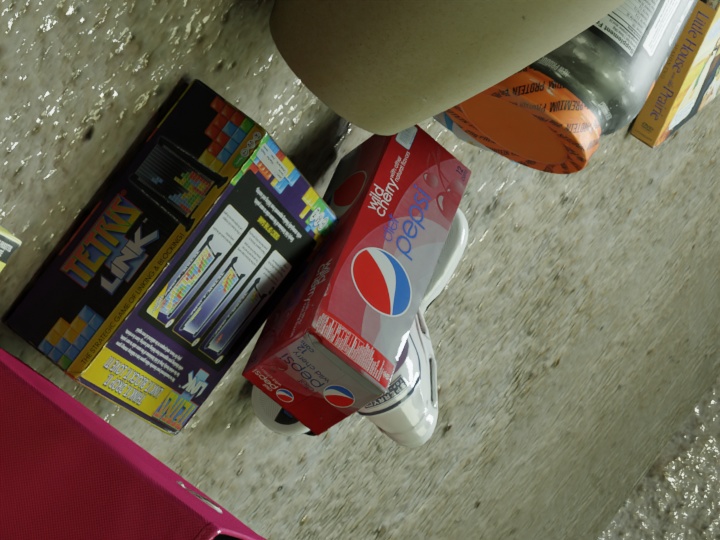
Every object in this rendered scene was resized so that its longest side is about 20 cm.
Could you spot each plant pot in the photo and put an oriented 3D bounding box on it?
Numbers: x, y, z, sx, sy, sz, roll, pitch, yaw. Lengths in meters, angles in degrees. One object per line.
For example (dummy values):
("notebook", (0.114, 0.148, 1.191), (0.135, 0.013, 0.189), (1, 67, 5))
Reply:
("plant pot", (0.050, -0.171, 1.238), (0.200, 0.187, 0.187), (-46, 168, 24))

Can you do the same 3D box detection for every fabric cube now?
("fabric cube", (-0.177, 0.159, 1.177), (0.200, 0.199, 0.196), (-53, 162, -5))

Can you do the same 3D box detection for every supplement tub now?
("supplement tub", (0.130, -0.164, 1.363), (0.200, 0.122, 0.123), (-61, 165, -16))

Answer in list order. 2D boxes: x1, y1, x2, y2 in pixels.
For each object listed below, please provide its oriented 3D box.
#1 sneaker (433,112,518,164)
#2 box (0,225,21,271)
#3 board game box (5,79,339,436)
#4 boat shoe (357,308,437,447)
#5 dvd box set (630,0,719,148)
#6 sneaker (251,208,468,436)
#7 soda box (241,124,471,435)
("sneaker", (0.081, -0.169, 1.466), (0.076, 0.081, 0.201), (-20, 123, -45))
("box", (-0.235, 0.045, 1.016), (0.200, 0.075, 0.050), (-55, 164, -3))
("board game box", (-0.099, -0.001, 1.329), (0.165, 0.057, 0.200), (-51, 164, -4))
("boat shoe", (0.007, 0.043, 1.520), (0.073, 0.065, 0.200), (-27, -149, 11))
("dvd box set", (0.314, -0.214, 2.083), (0.146, 0.029, 0.200), (-38, 157, -44))
("sneaker", (0.007, 0.028, 1.663), (0.200, 0.073, 0.112), (-49, 168, 9))
("soda box", (0.000, 0.000, 1.442), (0.070, 0.063, 0.200), (-34, -157, 42))
